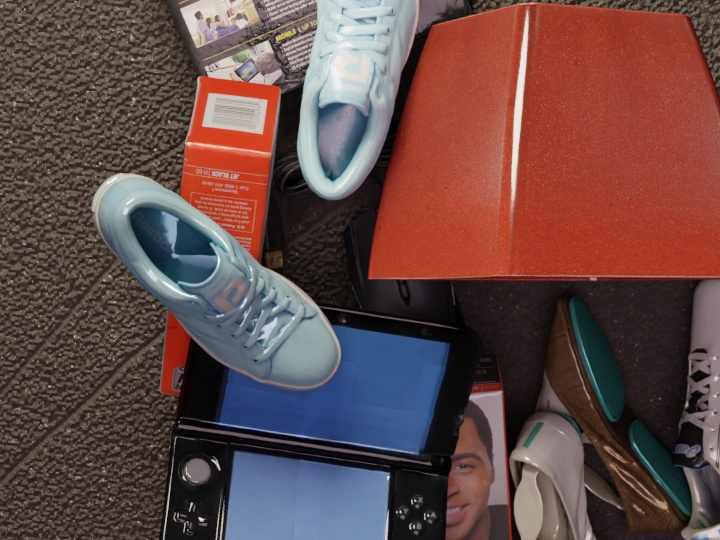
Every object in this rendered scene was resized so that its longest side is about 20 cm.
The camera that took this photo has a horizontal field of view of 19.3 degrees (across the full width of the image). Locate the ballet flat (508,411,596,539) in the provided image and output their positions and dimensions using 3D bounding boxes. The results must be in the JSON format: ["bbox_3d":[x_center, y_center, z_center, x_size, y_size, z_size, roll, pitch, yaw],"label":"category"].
[{"bbox_3d":[0.140,0.200,1.559,0.069,0.070,0.202,-10,116,3],"label":"ballet flat"}]

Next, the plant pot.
[{"bbox_3d":[0.132,-0.082,1.427,0.198,0.199,0.178,0,89,-27],"label":"plant pot"}]

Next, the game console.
[{"bbox_3d":[-0.027,0.126,1.430,0.198,0.119,0.174,9,60,-8],"label":"game console"}]

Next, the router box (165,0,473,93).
[{"bbox_3d":[-0.038,-0.212,1.480,0.198,0.051,0.150,-21,103,7],"label":"router box"}]

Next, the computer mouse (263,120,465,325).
[{"bbox_3d":[0.000,0.000,1.537,0.139,0.046,0.202,-9,104,1],"label":"computer mouse"}]

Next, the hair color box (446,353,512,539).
[{"bbox_3d":[0.059,0.166,1.554,0.100,0.061,0.202,-5,114,2],"label":"hair color box"}]

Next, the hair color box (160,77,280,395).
[{"bbox_3d":[-0.098,-0.020,1.469,0.061,0.102,0.202,7,121,-2],"label":"hair color box"}]

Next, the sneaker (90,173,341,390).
[{"bbox_3d":[-0.091,0.016,1.363,0.199,0.082,0.074,36,90,-15],"label":"sneaker"}]

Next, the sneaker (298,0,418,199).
[{"bbox_3d":[0.001,-0.142,1.420,0.073,0.082,0.202,5,108,-4],"label":"sneaker"}]

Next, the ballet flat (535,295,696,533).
[{"bbox_3d":[0.174,0.115,1.564,0.072,0.068,0.201,-25,107,26],"label":"ballet flat"}]

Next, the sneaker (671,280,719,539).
[{"bbox_3d":[0.259,0.103,1.531,0.072,0.072,0.202,-4,90,-28],"label":"sneaker"}]
